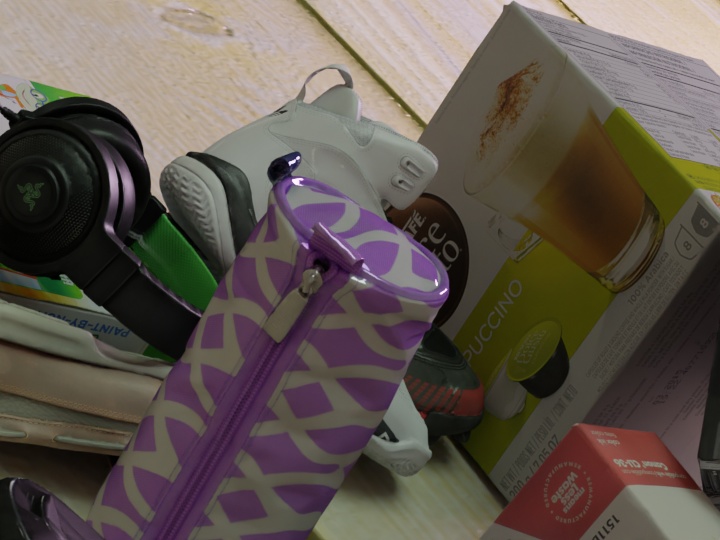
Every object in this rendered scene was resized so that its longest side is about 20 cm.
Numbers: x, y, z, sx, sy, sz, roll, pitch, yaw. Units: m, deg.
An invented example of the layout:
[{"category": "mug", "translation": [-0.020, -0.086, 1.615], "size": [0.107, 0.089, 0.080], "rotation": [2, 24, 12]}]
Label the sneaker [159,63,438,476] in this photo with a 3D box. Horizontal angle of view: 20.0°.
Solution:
[{"category": "sneaker", "translation": [0.000, 0.000, 0.996], "size": [0.201, 0.115, 0.075], "rotation": [54, -10, -18]}]

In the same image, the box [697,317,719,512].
[{"category": "box", "translation": [0.203, 0.071, 0.996], "size": [0.049, 0.201, 0.159], "rotation": [5, 58, 16]}]

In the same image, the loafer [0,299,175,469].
[{"category": "loafer", "translation": [-0.108, 0.064, 0.882], "size": [0.199, 0.063, 0.072], "rotation": [24, -8, -34]}]

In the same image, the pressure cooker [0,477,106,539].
[{"category": "pressure cooker", "translation": [-0.108, 0.171, 0.497], "size": [0.179, 0.200, 0.176], "rotation": [50, -4, -22]}]

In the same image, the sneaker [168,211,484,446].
[{"category": "sneaker", "translation": [-0.006, 0.006, 1.069], "size": [0.200, 0.098, 0.071], "rotation": [39, 21, 5]}]

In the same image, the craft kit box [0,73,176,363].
[{"category": "craft kit box", "translation": [-0.181, -0.033, 0.968], "size": [0.196, 0.049, 0.201], "rotation": [12, 33, -40]}]

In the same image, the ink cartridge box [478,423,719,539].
[{"category": "ink cartridge box", "translation": [0.131, 0.177, 0.868], "size": [0.067, 0.117, 0.200], "rotation": [11, 33, -48]}]

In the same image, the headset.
[{"category": "headset", "translation": [-0.139, -0.028, 0.894], "size": [0.200, 0.094, 0.124], "rotation": [46, 9, -9]}]

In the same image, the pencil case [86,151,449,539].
[{"category": "pencil case", "translation": [-0.042, 0.061, 0.786], "size": [0.083, 0.201, 0.086], "rotation": [30, 17, 2]}]

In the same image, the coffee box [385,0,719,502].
[{"category": "coffee box", "translation": [0.143, -0.002, 1.160], "size": [0.199, 0.200, 0.198], "rotation": [7, 35, -48]}]
